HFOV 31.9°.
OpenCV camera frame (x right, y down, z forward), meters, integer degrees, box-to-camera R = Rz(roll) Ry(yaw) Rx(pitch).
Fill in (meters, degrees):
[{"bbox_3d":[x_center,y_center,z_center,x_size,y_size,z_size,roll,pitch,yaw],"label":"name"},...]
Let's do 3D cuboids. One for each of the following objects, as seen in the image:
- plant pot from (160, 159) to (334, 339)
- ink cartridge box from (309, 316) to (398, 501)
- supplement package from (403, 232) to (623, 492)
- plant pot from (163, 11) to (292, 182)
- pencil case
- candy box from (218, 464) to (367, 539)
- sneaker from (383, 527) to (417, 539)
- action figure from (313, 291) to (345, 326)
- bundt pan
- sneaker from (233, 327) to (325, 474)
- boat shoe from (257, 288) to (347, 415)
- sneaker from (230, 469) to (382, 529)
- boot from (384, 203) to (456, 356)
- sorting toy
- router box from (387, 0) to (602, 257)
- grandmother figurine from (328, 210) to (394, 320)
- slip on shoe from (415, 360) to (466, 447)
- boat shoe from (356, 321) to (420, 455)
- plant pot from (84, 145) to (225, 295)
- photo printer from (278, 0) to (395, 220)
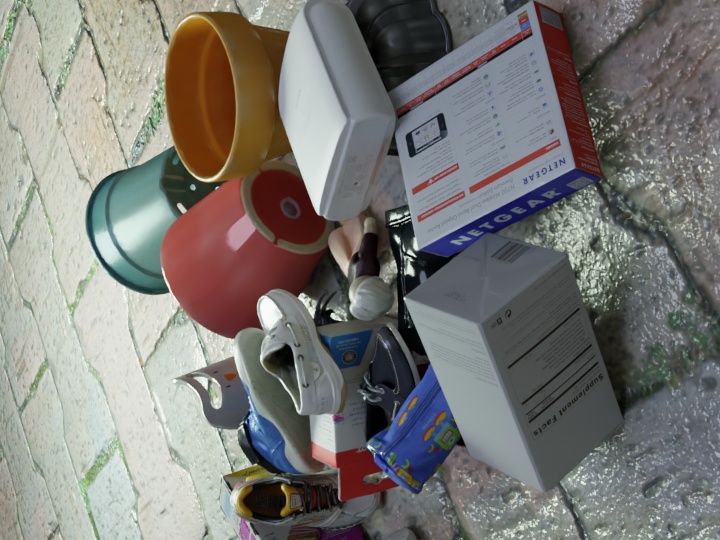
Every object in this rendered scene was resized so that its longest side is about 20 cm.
[{"bbox_3d":[-0.136,-0.037,1.649,0.177,0.199,0.202,-42,62,41],"label":"plant pot"},{"bbox_3d":[0.000,0.165,1.533,0.067,0.115,0.203,13,108,57],"label":"ink cartridge box"},{"bbox_3d":[0.150,0.086,1.213,0.121,0.119,0.202,19,138,53],"label":"supplement package"},{"bbox_3d":[-0.120,-0.218,1.560,0.199,0.181,0.203,19,113,54],"label":"plant pot"},{"bbox_3d":[0.087,0.138,1.335,0.078,0.087,0.201,38,92,38],"label":"pencil case"},{"bbox_3d":[-0.089,0.345,1.699,0.200,0.135,0.062,48,141,39],"label":"candy box"},{"bbox_3d":[0.033,0.417,1.600,0.104,0.075,0.201,40,117,0],"label":"sneaker"},{"bbox_3d":[-0.046,0.133,1.614,0.118,0.101,0.203,-13,90,55],"label":"action figure"},{"bbox_3d":[0.021,-0.226,1.439,0.201,0.075,0.205,19,113,54],"label":"bundt pan"},{"bbox_3d":[-0.127,0.171,1.588,0.111,0.077,0.201,-16,109,44],"label":"sneaker"},{"bbox_3d":[-0.086,0.093,1.477,0.200,0.069,0.071,52,140,44],"label":"boat shoe"},{"bbox_3d":[-0.070,0.299,1.620,0.082,0.197,0.079,95,170,-83],"label":"sneaker"},{"bbox_3d":[0.094,0.005,1.380,0.200,0.076,0.171,-13,85,63],"label":"boot"},{"bbox_3d":[-0.154,0.160,1.716,0.200,0.178,0.108,38,129,46],"label":"sorting toy"},{"bbox_3d":[0.125,-0.135,1.240,0.199,0.049,0.182,-27,64,38],"label":"router box"},{"bbox_3d":[0.000,0.000,1.479,0.201,0.060,0.123,-106,12,-64],"label":"grandmother figurine"},{"bbox_3d":[0.103,0.154,1.422,0.199,0.061,0.075,28,123,53],"label":"slip on shoe"},{"bbox_3d":[0.030,0.143,1.436,0.201,0.062,0.073,84,160,-46],"label":"boat shoe"},{"bbox_3d":[-0.270,-0.088,1.840,0.195,0.199,0.203,-26,77,49],"label":"plant pot"},{"bbox_3d":[-0.033,-0.183,1.372,0.167,0.069,0.202,110,147,-50],"label":"photo printer"}]
